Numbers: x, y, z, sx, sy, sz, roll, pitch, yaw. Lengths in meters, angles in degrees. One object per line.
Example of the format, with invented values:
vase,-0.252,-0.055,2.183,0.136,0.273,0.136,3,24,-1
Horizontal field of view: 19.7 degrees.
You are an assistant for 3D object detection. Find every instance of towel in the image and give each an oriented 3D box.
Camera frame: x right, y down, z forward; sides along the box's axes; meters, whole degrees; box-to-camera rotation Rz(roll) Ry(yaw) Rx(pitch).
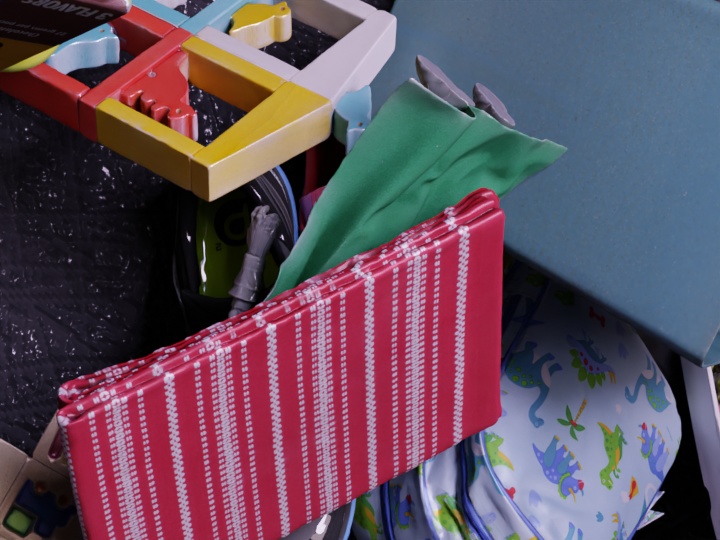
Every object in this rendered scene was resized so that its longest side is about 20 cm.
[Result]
towel,-0.025,0.055,0.830,0.199,0.023,0.145,-25,142,-19

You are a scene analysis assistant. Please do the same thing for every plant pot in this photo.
plant pot,0.108,-0.068,0.930,0.142,0.199,0.141,-65,162,8

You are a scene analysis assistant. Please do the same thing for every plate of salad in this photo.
plate of salad,0.204,0.077,1.116,0.200,0.048,0.202,-11,90,-80

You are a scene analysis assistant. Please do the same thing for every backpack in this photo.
backpack,0.076,0.081,1.017,0.200,0.153,0.164,-45,116,-25

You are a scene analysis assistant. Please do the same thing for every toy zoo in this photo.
toy zoo,-0.077,-0.097,0.890,0.131,0.199,0.021,-41,148,-37

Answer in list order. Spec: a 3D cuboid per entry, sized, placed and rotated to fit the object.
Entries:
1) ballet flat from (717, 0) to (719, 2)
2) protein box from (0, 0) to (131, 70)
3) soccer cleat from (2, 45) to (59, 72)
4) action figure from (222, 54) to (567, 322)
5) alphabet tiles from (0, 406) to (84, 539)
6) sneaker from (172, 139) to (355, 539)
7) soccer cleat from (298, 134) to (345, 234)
ballet flat,0.291,-0.117,1.275,0.200,0.071,0.069,50,53,-22
protein box,-0.194,-0.179,0.782,0.134,0.199,0.200,9,75,-39
soccer cleat,-0.152,-0.178,0.873,0.064,0.084,0.202,-2,62,-2
action figure,-0.013,0.005,0.854,0.118,0.200,0.055,20,25,-49
alphabet tiles,-0.127,0.160,0.848,0.166,0.006,0.201,32,76,-14
sneaker,-0.052,0.039,0.932,0.083,0.070,0.201,22,56,-75
soccer cleat,0.000,0.000,0.977,0.073,0.068,0.201,30,44,-38
